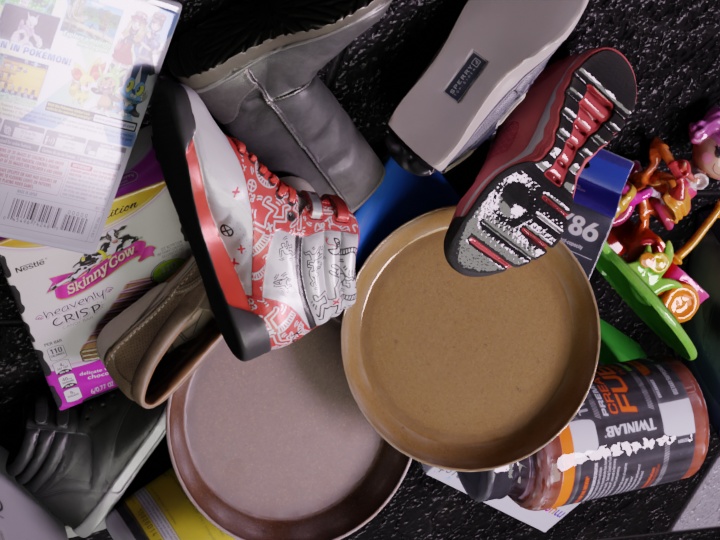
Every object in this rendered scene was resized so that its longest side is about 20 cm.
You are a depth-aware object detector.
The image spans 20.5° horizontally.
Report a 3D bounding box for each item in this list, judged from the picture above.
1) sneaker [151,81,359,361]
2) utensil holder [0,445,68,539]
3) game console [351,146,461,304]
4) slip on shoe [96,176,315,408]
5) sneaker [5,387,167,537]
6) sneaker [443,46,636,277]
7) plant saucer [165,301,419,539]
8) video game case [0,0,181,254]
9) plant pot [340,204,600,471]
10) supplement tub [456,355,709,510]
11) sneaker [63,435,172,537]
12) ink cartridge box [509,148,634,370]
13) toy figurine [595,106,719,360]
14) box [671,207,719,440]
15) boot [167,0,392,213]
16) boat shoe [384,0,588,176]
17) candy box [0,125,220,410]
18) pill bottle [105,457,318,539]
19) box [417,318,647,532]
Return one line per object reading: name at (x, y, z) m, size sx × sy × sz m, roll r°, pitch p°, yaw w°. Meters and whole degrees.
sneaker at (-0.067, -0.048, 1.364) m, size 0.107 × 0.067 × 0.203 m, roll -23°, pitch 108°, yaw -18°
utensil holder at (-0.348, 0.241, 1.554) m, size 0.200 × 0.171 × 0.169 m, roll -44°, pitch 139°, yaw 16°
game console at (0.000, 0.000, 1.587) m, size 0.171 × 0.118 × 0.200 m, roll -58°, pitch 140°, yaw -12°
slip on shoe at (-0.101, 0.017, 1.429) m, size 0.200 × 0.061 × 0.076 m, roll -39°, pitch 143°, yaw 3°
sneaker at (-0.203, 0.104, 1.554) m, size 0.099 × 0.071 × 0.201 m, roll 32°, pitch 97°, yaw -18°
sneaker at (0.125, -0.079, 1.480) m, size 0.074 × 0.087 × 0.201 m, roll 41°, pitch 81°, yaw -24°
plant saucer at (-0.053, 0.111, 1.517) m, size 0.198 × 0.034 × 0.202 m, roll -1°, pitch 94°, yaw -16°
video game case at (-0.229, -0.113, 1.283) m, size 0.199 × 0.022 × 0.184 m, roll 12°, pitch 105°, yaw -38°
plant pot at (0.082, 0.050, 1.509) m, size 0.199 × 0.202 × 0.027 m, roll -22°, pitch -175°, yaw -5°
supplement tub at (0.177, 0.135, 1.624) m, size 0.198 × 0.107 × 0.107 m, roll -10°, pitch 139°, yaw -23°
sneaker at (-0.192, 0.190, 1.655) m, size 0.198 × 0.073 × 0.085 m, roll -17°, pitch 143°, yaw -10°
ink cartridge box at (0.130, -0.009, 1.545) m, size 0.099 × 0.039 × 0.202 m, roll 22°, pitch 100°, yaw 2°
toy figurine at (0.271, -0.060, 1.624) m, size 0.184 × 0.150 × 0.200 m, roll -43°, pitch 116°, yaw 0°
box at (0.371, 0.070, 1.737) m, size 0.122 × 0.199 × 0.201 m, roll -13°, pitch 140°, yaw -12°
boot at (-0.025, -0.118, 1.406) m, size 0.180 × 0.073 × 0.200 m, roll -21°, pitch 137°, yaw 15°
boat shoe at (0.096, -0.152, 1.449) m, size 0.200 × 0.075 × 0.093 m, roll -47°, pitch 171°, yaw 5°
candy box at (-0.187, 0.002, 1.455) m, size 0.135 × 0.061 × 0.201 m, roll -21°, pitch 140°, yaw -8°
pill bottle at (-0.094, 0.187, 1.587) m, size 0.199 × 0.112 × 0.112 m, roll -33°, pitch 143°, yaw -11°
box at (0.154, 0.118, 1.754) m, size 0.176 × 0.097 × 0.200 m, roll -42°, pitch 140°, yaw 15°
